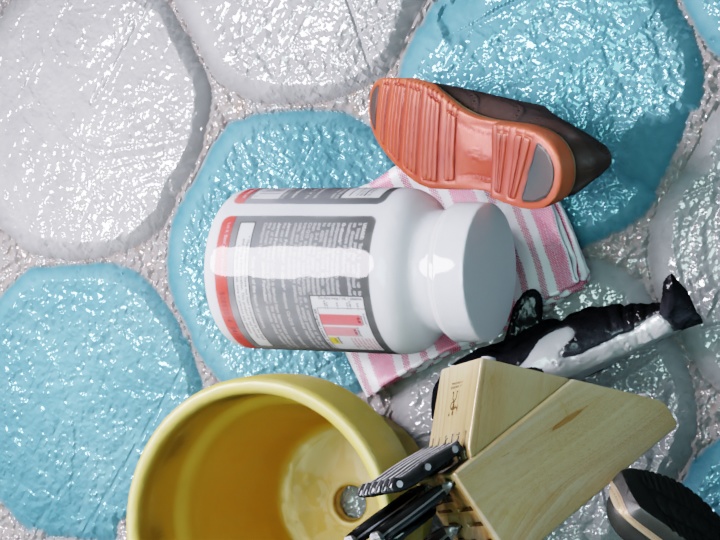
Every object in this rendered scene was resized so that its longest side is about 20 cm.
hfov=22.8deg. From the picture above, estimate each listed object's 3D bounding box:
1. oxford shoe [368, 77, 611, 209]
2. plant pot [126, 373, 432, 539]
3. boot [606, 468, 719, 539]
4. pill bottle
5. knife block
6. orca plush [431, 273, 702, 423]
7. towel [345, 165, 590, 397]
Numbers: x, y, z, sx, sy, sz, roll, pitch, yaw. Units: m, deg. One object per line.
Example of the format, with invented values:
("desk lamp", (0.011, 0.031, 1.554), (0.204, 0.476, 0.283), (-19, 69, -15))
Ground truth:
("oxford shoe", (0.086, -0.092, 1.254), (0.199, 0.072, 0.072), (28, 121, 40))
("plant pot", (-0.035, 0.171, 1.261), (0.199, 0.189, 0.203), (0, 90, 22))
("boot", (0.197, 0.223, 1.179), (0.199, 0.078, 0.138), (36, 113, -29))
("pill bottle", (0.000, 0.000, 1.255), (0.198, 0.116, 0.117), (1, 91, 27))
("knife block", (0.094, 0.152, 1.137), (0.198, 0.064, 0.178), (14, 76, -20))
("orca plush", (0.130, 0.042, 1.234), (0.199, 0.105, 0.072), (-29, 75, 29))
("towel", (0.055, -0.013, 1.308), (0.199, 0.030, 0.148), (-28, 80, 20))
